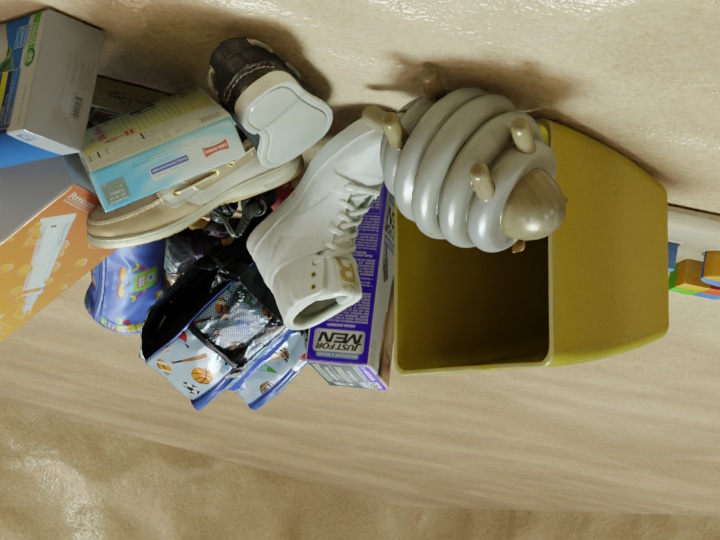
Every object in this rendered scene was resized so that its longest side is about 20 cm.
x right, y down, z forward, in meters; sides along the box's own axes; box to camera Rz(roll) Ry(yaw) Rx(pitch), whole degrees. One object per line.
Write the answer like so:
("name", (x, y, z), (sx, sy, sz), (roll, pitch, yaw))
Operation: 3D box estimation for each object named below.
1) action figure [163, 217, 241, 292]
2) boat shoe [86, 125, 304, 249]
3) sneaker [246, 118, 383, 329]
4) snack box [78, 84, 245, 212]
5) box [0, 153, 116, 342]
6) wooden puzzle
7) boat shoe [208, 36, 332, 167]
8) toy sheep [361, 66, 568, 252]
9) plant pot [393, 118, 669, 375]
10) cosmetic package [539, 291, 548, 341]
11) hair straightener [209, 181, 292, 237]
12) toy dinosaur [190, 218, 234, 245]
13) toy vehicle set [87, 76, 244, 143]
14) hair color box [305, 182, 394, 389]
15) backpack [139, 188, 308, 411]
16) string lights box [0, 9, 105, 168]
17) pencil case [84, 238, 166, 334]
("action figure", (-0.148, -0.029, 1.913), (0.199, 0.131, 0.069), (-7, -165, 8))
("boat shoe", (-0.149, -0.084, 1.611), (0.200, 0.069, 0.074), (-25, -151, -14))
("sneaker", (-0.012, -0.034, 1.611), (0.074, 0.116, 0.200), (8, 136, -40))
("snack box", (-0.164, -0.100, 1.498), (0.116, 0.037, 0.200), (-23, -164, -6))
("box", (-0.310, -0.035, 1.669), (0.200, 0.098, 0.124), (-38, 152, 13))
("wooden puzzle", (0.302, -0.010, 1.805), (0.185, 0.046, 0.200), (12, 166, -8))
("boat shoe", (-0.076, -0.135, 1.514), (0.060, 0.074, 0.200), (53, -175, 14))
("toy sheep", (0.080, -0.086, 1.481), (0.200, 0.138, 0.138), (37, -179, 29))
("plant pot", (0.159, -0.009, 1.626), (0.176, 0.201, 0.200), (6, 172, -38))
("cosmetic package", (0.126, 0.010, 1.818), (0.200, 0.102, 0.074), (16, 175, 37))
("hair straightener", (-0.111, -0.059, 1.703), (0.077, 0.041, 0.200), (-6, -165, 7))
("toy dinosaur", (-0.083, -0.029, 2.016), (0.181, 0.105, 0.200), (7, -156, -34))
("toy vehicle set", (-0.213, -0.136, 1.679), (0.199, 0.027, 0.124), (13, 166, -16))
("hair color box", (0.000, 0.000, 1.718), (0.065, 0.201, 0.109), (5, 167, 12))
("backpack", (-0.113, 0.042, 1.808), (0.190, 0.200, 0.154), (-35, 99, 29))
("string lights box", (-0.296, -0.142, 1.546), (0.059, 0.103, 0.200), (20, 163, -39))
("pencil case", (-0.230, -0.029, 1.836), (0.078, 0.087, 0.200), (36, 138, 28))
